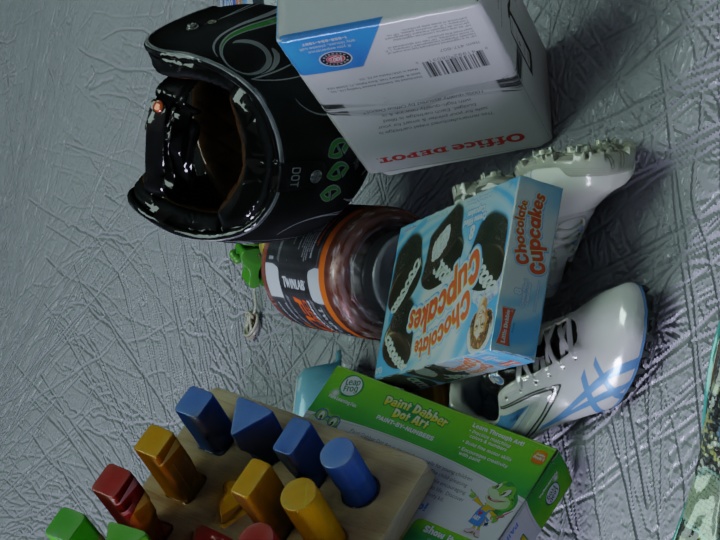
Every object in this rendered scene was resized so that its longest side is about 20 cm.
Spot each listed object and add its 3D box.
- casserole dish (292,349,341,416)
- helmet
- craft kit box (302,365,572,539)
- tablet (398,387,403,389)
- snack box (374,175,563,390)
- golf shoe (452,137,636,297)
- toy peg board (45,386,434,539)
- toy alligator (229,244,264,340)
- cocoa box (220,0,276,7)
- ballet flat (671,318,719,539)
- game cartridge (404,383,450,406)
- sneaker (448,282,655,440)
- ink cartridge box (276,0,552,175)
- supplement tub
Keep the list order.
[{"bbox_3d":[-0.043,0.165,1.600,0.121,0.038,0.202,113,164,-82],"label":"casserole dish"},{"bbox_3d":[-0.083,-0.116,1.495,0.198,0.190,0.202,9,110,25],"label":"helmet"},{"bbox_3d":[0.011,0.177,1.298,0.199,0.049,0.198,19,64,37],"label":"craft kit box"},{"bbox_3d":[-0.009,0.132,1.448,0.201,0.014,0.130,-55,3,-16],"label":"tablet"},{"bbox_3d":[0.070,0.013,1.298,0.200,0.037,0.118,157,126,-67],"label":"snack box"},{"bbox_3d":[0.136,-0.034,1.315,0.200,0.077,0.098,155,105,-68],"label":"golf shoe"},{"bbox_3d":[-0.091,0.161,1.264,0.199,0.098,0.200,16,60,35],"label":"toy peg board"},{"bbox_3d":[-0.101,-0.028,1.830,0.059,0.054,0.202,-130,54,-60],"label":"toy alligator"},{"bbox_3d":[-0.039,-0.228,1.676,0.131,0.132,0.202,-53,35,45],"label":"cocoa box"},{"bbox_3d":[0.223,0.107,1.071,0.074,0.073,0.202,-155,75,-65],"label":"ballet flat"},{"bbox_3d":[0.030,0.183,1.487,0.200,0.032,0.178,-51,37,45],"label":"game cartridge"},{"bbox_3d":[0.127,0.064,1.274,0.200,0.072,0.073,-42,42,52],"label":"sneaker"},{"bbox_3d":[0.042,-0.157,1.345,0.200,0.144,0.085,51,-147,-60],"label":"ink cartridge box"},{"bbox_3d":[0.000,0.000,1.535,0.200,0.106,0.108,-174,94,-66],"label":"supplement tub"}]
